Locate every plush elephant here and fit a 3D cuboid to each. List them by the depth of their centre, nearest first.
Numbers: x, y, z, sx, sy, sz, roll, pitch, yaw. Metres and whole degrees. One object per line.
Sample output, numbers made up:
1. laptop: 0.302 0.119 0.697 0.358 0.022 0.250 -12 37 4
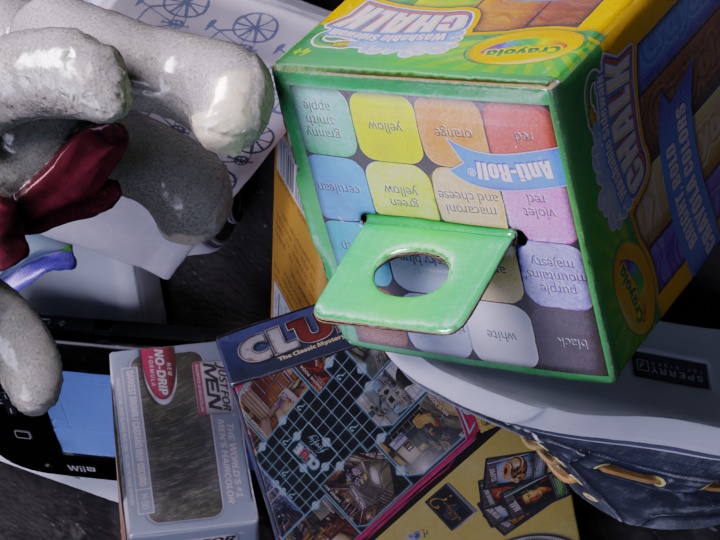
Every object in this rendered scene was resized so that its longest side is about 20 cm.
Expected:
1. plush elephant: -0.145 -0.022 0.850 0.199 0.156 0.165 24 162 -11

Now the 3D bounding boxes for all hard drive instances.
1. hard drive: -0.156 0.030 1.212 0.131 0.027 0.201 16 130 28

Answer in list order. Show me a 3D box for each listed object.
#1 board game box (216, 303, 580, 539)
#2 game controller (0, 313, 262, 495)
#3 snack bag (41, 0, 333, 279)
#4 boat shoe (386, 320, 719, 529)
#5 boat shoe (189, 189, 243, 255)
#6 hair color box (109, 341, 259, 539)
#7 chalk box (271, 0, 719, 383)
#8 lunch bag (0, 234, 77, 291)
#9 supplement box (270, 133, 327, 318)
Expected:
1. board game box: 0.023 0.090 1.032 0.035 0.135 0.201 -114 8 -49
2. game controller: -0.103 0.069 1.160 0.199 0.042 0.105 4 126 18
3. snack bag: -0.128 -0.077 0.939 0.199 0.021 0.189 20 139 -22
4. boat shoe: 0.090 0.059 0.962 0.199 0.071 0.091 15 141 -14
5. boat shoe: -0.062 -0.073 1.018 0.067 0.072 0.200 -3 145 4
6. hair color box: -0.084 0.131 1.113 0.060 0.099 0.200 -5 144 -8
7. chalk box: 0.055 -0.045 0.860 0.124 0.200 0.124 7 126 33
8. lunch bag: -0.229 -0.065 1.093 0.200 0.127 0.171 16 133 66
9. supplement box: 0.000 0.000 1.022 0.069 0.066 0.201 -120 25 -43
